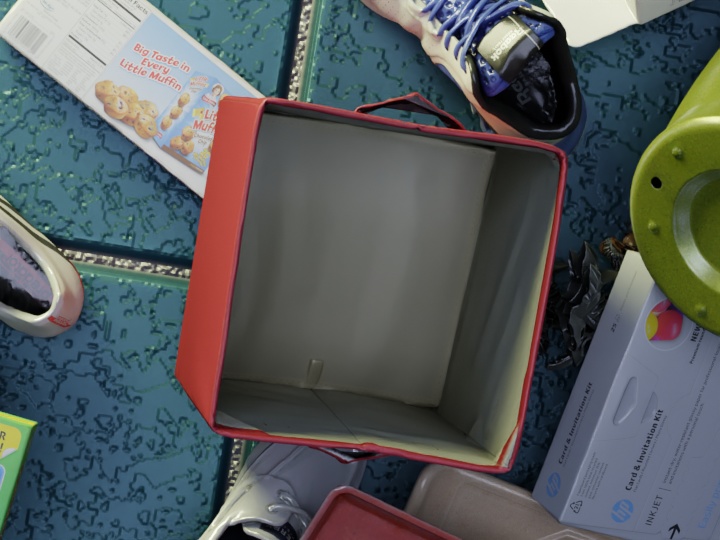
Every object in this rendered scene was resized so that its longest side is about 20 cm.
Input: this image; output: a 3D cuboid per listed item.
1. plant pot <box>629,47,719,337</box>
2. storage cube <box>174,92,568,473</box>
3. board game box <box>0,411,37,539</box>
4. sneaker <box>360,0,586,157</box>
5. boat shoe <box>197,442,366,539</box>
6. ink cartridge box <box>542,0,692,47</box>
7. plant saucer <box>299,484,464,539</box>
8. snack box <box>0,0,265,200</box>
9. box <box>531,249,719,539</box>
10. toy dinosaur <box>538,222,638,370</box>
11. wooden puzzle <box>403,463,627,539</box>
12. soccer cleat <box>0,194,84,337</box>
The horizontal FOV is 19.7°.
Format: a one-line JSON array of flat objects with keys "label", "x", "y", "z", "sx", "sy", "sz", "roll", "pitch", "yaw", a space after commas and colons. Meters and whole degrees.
[{"label": "plant pot", "x": 0.247, "y": -0.056, "z": 1.128, "sx": 0.193, "sy": 0.200, "sz": 0.201, "roll": -33, "pitch": 93, "yaw": -42}, {"label": "storage cube", "x": 0.000, "y": 0.000, "z": 1.158, "sx": 0.170, "sy": 0.180, "sz": 0.201, "roll": 9, "pitch": 93, "yaw": -12}, {"label": "board game box", "x": -0.282, "y": 0.114, "z": 1.069, "sx": 0.199, "sy": 0.029, "sz": 0.135, "roll": 17, "pitch": 90, "yaw": -3}, {"label": "sneaker", "x": 0.068, "y": -0.148, "z": 1.208, "sx": 0.081, "sy": 0.115, "sz": 0.200, "roll": -42, "pitch": 93, "yaw": -3}, {"label": "boat shoe", "x": -0.054, "y": 0.159, "z": 1.199, "sx": 0.074, "sy": 0.065, "sz": 0.200, "roll": 46, "pitch": 64, "yaw": -16}, {"label": "ink cartridge box", "x": 0.187, "y": -0.226, "z": 1.216, "sx": 0.199, "sy": 0.067, "sz": 0.117, "roll": -25, "pitch": 61, "yaw": -3}, {"label": "plant saucer", "x": 0.016, "y": 0.232, "z": 1.187, "sx": 0.199, "sy": 0.037, "sz": 0.201, "roll": 27, "pitch": 103, "yaw": -20}, {"label": "snack box", "x": -0.118, "y": -0.107, "z": 1.241, "sx": 0.200, "sy": 0.024, "sz": 0.072, "roll": 39, "pitch": 87, "yaw": -3}, {"label": "box", "x": 0.214, "y": 0.089, "z": 1.207, "sx": 0.199, "sy": 0.041, "sz": 0.157, "roll": 15, "pitch": 101, "yaw": -28}, {"label": "toy dinosaur", "x": 0.171, "y": 0.028, "z": 1.232, "sx": 0.135, "sy": 0.102, "sz": 0.201, "roll": 13, "pitch": 68, "yaw": -20}, {"label": "wooden puzzle", "x": 0.096, "y": 0.222, "z": 1.239, "sx": 0.199, "sy": 0.037, "sz": 0.186, "roll": 20, "pitch": 105, "yaw": -8}, {"label": "soccer cleat", "x": -0.242, "y": -0.034, "z": 1.204, "sx": 0.200, "sy": 0.085, "sz": 0.069, "roll": 42, "pitch": 88, "yaw": -3}]
